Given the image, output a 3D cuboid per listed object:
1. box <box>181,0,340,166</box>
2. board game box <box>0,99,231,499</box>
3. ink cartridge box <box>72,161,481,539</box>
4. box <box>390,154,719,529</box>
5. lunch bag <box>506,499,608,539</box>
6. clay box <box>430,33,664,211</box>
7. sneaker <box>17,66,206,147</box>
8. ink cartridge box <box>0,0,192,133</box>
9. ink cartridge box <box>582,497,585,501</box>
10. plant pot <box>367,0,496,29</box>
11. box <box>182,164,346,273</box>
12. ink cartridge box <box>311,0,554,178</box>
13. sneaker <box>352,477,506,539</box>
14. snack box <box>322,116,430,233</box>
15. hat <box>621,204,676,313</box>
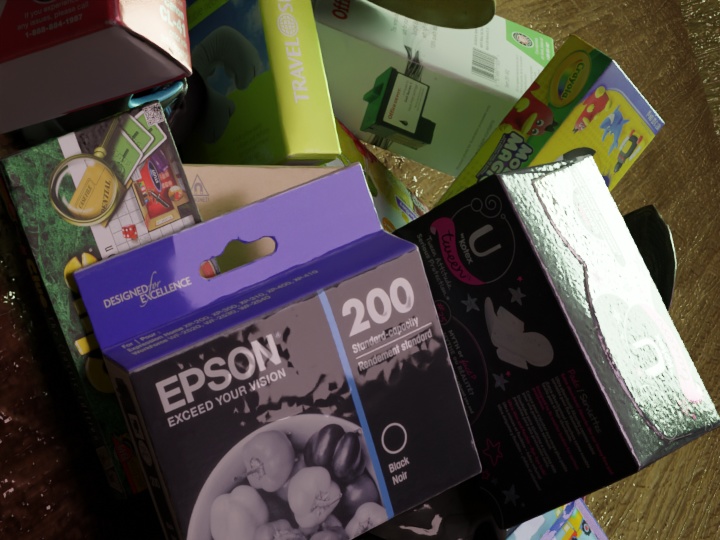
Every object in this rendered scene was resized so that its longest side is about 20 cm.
[{"bbox_3d":[-0.079,-0.151,1.174,0.048,0.122,0.200,-2,76,-36],"label":"box"},{"bbox_3d":[-0.125,0.016,0.995,0.105,0.023,0.200,-25,102,-28],"label":"board game box"},{"bbox_3d":[-0.041,0.061,1.009,0.198,0.043,0.200,-24,101,-29],"label":"ink cartridge box"},{"bbox_3d":[0.121,0.041,1.136,0.132,0.115,0.200,-15,79,-54],"label":"box"},{"bbox_3d":[0.090,0.191,1.251,0.151,0.094,0.200,-42,116,-37],"label":"lunch bag"},{"bbox_3d":[0.125,-0.059,1.283,0.048,0.200,0.115,39,2,34],"label":"clay box"},{"bbox_3d":[-0.131,-0.105,1.075,0.200,0.082,0.073,-19,93,-69],"label":"sneaker"},{"bbox_3d":[-0.175,-0.184,0.930,0.086,0.147,0.200,31,49,-60],"label":"ink cartridge box"},{"bbox_3d":[0.114,0.109,1.431,0.145,0.083,0.200,83,-6,-60],"label":"ink cartridge box"},{"bbox_3d":[0.009,-0.232,1.231,0.028,0.200,0.200,-62,145,-10],"label":"plant pot"},{"bbox_3d":[-0.074,0.018,1.071,0.200,0.021,0.164,-2,86,-40],"label":"box"},{"bbox_3d":[0.044,-0.153,1.366,0.146,0.200,0.084,-82,-166,-59],"label":"ink cartridge box"},{"bbox_3d":[0.025,0.151,1.115,0.200,0.076,0.091,-5,80,-39],"label":"sneaker"},{"bbox_3d":[0.000,0.000,1.281,0.169,0.068,0.200,41,30,-44],"label":"snack box"},{"bbox_3d":[0.144,0.036,1.266,0.081,0.201,0.201,18,46,-13],"label":"hat"}]
